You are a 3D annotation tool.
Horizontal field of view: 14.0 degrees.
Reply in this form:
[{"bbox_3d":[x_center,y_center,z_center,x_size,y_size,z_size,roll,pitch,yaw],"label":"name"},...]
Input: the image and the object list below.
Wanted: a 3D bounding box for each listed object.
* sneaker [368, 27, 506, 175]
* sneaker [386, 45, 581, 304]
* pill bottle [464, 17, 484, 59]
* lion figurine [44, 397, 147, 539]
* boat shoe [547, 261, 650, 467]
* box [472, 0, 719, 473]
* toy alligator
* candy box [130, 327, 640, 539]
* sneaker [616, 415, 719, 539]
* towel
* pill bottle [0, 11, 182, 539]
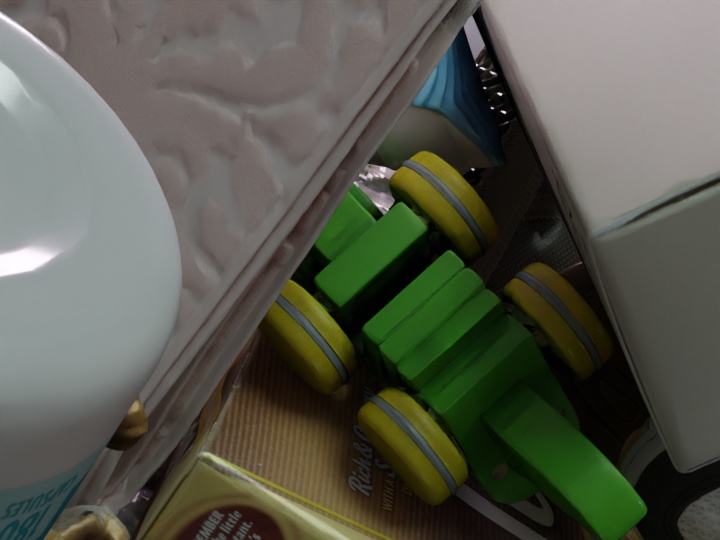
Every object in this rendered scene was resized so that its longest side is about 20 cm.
[{"bbox_3d":[-0.011,-0.058,0.822,0.200,0.081,0.077,-134,-154,-81],"label":"sneaker"},{"bbox_3d":[0.067,-0.029,0.873,0.076,0.070,0.200,46,64,-21],"label":"sneaker"},{"bbox_3d":[0.128,-0.068,0.993,0.200,0.114,0.114,22,33,-21],"label":"pill bottle"},{"bbox_3d":[-0.125,0.041,0.657,0.200,0.073,0.122,32,36,22],"label":"lion figurine"},{"bbox_3d":[0.140,0.035,0.792,0.199,0.074,0.066,13,6,-3],"label":"boat shoe"},{"bbox_3d":[0.073,-0.046,0.740,0.200,0.068,0.082,-108,174,-56],"label":"box"},{"bbox_3d":[0.000,0.000,0.733,0.200,0.059,0.054,45,-10,21],"label":"toy alligator"},{"bbox_3d":[0.044,0.087,0.755,0.200,0.055,0.116,33,29,-6],"label":"candy box"},{"bbox_3d":[0.154,0.094,0.728,0.200,0.076,0.088,27,33,-17],"label":"sneaker"},{"bbox_3d":[-0.075,-0.071,0.721,0.200,0.191,0.032,48,24,24],"label":"towel"},{"bbox_3d":[-0.121,0.047,0.508,0.111,0.200,0.111,24,33,-17],"label":"pill bottle"}]
